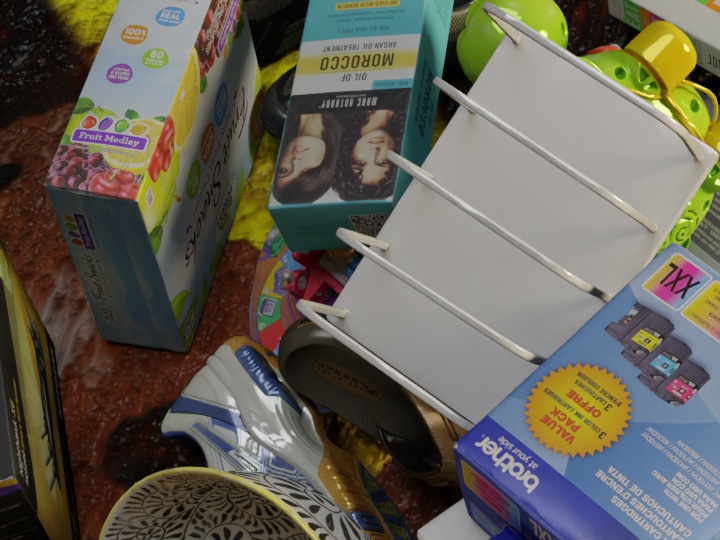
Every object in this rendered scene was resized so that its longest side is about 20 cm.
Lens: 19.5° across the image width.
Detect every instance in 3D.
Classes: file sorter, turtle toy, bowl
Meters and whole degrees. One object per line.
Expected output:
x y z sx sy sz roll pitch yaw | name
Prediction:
0.075 -0.022 1.128 0.138 0.124 0.201 34 95 15 | file sorter
0.135 -0.084 1.249 0.146 0.200 0.101 -42 21 -5 | turtle toy
-0.043 0.188 1.146 0.200 0.202 0.094 29 31 28 | bowl

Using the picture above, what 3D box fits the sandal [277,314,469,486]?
0.039 0.088 1.215 0.199 0.082 0.055 24 41 5 | sandal

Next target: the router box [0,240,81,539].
-0.215 0.085 1.242 0.052 0.158 0.201 -15 54 1 | router box

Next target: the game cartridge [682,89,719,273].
0.230 -0.018 1.301 0.133 0.041 0.200 -35 56 -17 | game cartridge

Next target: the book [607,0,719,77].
0.272 -0.164 1.326 0.133 0.048 0.200 -38 51 -21 | book

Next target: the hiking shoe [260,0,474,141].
0.014 -0.161 1.404 0.199 0.101 0.076 -32 54 -12 | hiking shoe

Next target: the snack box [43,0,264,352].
-0.123 -0.078 1.331 0.067 0.169 0.201 10 57 14 | snack box

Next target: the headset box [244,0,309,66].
-0.078 -0.254 1.504 0.148 0.078 0.200 -30 54 -11 | headset box

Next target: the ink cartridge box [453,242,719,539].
0.141 0.101 1.060 0.200 0.077 0.136 -42 58 -17 | ink cartridge box

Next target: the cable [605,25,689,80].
0.181 -0.156 1.375 0.097 0.050 0.201 -9 44 40 | cable

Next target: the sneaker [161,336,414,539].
-0.042 0.135 1.238 0.088 0.075 0.200 -43 58 8 | sneaker

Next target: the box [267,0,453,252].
0.003 -0.109 1.287 0.081 0.049 0.202 -3 57 19 | box

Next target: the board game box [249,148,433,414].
0.000 0.000 1.277 0.199 0.039 0.159 -15 61 33 | board game box

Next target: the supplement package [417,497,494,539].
0.148 0.155 1.141 0.199 0.122 0.120 -33 56 -12 | supplement package
